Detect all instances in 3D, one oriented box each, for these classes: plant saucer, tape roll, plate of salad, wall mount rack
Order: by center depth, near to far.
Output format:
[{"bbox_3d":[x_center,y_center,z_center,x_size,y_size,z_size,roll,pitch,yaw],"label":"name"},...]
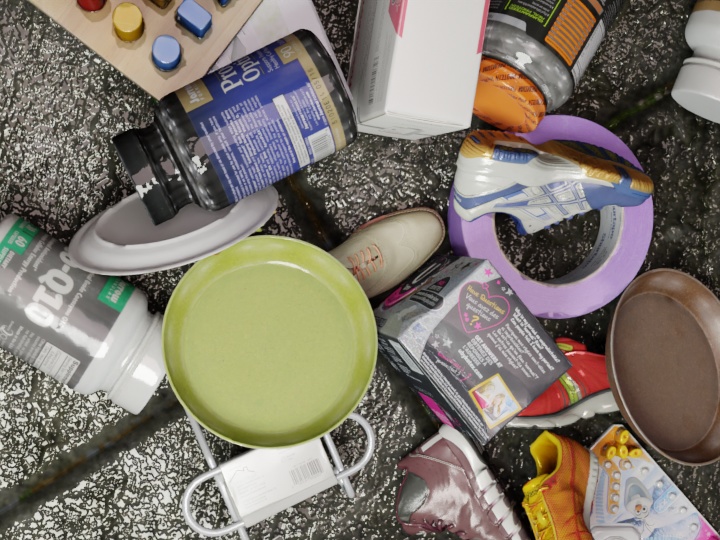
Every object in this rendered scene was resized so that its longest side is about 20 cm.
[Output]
[{"bbox_3d":[-0.169,-0.036,1.242,0.199,0.200,0.048,-18,117,-8],"label":"plate of salad"},{"bbox_3d":[-0.084,0.068,1.246,0.198,0.031,0.202,2,72,-7],"label":"plant saucer"},{"bbox_3d":[-0.094,0.166,1.321,0.199,0.075,0.175,-24,99,-8],"label":"wall mount rack"},{"bbox_3d":[0.190,-0.054,1.361,0.198,0.066,0.202,0,92,-10],"label":"tape roll"},{"bbox_3d":[0.315,0.099,1.367,0.199,0.034,0.202,11,71,-33],"label":"plant saucer"}]

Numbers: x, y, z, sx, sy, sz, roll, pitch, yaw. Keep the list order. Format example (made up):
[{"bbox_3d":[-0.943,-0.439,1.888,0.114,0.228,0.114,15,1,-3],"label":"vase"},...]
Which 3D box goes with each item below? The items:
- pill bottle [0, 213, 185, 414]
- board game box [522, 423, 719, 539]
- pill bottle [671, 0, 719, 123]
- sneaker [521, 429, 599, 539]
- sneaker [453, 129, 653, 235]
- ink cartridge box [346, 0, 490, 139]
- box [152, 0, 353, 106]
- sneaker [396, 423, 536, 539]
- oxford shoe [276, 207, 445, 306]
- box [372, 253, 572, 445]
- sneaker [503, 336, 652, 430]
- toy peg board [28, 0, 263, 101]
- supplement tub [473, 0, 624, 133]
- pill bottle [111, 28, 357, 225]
[{"bbox_3d":[-0.271,0.044,1.263,0.199,0.113,0.114,31,87,-10],"label":"pill bottle"},{"bbox_3d":[0.265,0.299,1.407,0.200,0.026,0.200,-43,98,-6],"label":"board game box"},{"bbox_3d":[0.393,-0.253,1.362,0.114,0.114,0.201,24,88,-10],"label":"pill bottle"},{"bbox_3d":[0.188,0.246,1.307,0.077,0.201,0.073,23,129,-16],"label":"sneaker"},{"bbox_3d":[0.182,-0.077,1.301,0.198,0.075,0.089,8,115,-13],"label":"sneaker"},{"bbox_3d":[0.049,-0.204,1.264,0.082,0.200,0.148,8,91,-12],"label":"ink cartridge box"},{"bbox_3d":[-0.126,-0.216,1.287,0.175,0.097,0.201,-23,95,-6],"label":"box"},{"bbox_3d":[0.104,0.259,1.352,0.115,0.076,0.201,-32,80,10],"label":"sneaker"},{"bbox_3d":[0.000,0.000,1.326,0.199,0.074,0.071,-30,97,-7],"label":"oxford shoe"},{"bbox_3d":[0.094,0.066,1.280,0.115,0.200,0.132,-40,98,-7],"label":"box"},{"bbox_3d":[0.201,0.112,1.372,0.198,0.077,0.086,-13,89,-19],"label":"sneaker"},{"bbox_3d":[-0.182,-0.280,1.181,0.199,0.098,0.201,38,87,-6],"label":"toy peg board"},{"bbox_3d":[0.175,-0.240,1.305,0.122,0.122,0.201,35,74,-9],"label":"supplement tub"},{"bbox_3d":[-0.111,-0.121,1.188,0.199,0.112,0.112,-27,96,-7],"label":"pill bottle"}]
